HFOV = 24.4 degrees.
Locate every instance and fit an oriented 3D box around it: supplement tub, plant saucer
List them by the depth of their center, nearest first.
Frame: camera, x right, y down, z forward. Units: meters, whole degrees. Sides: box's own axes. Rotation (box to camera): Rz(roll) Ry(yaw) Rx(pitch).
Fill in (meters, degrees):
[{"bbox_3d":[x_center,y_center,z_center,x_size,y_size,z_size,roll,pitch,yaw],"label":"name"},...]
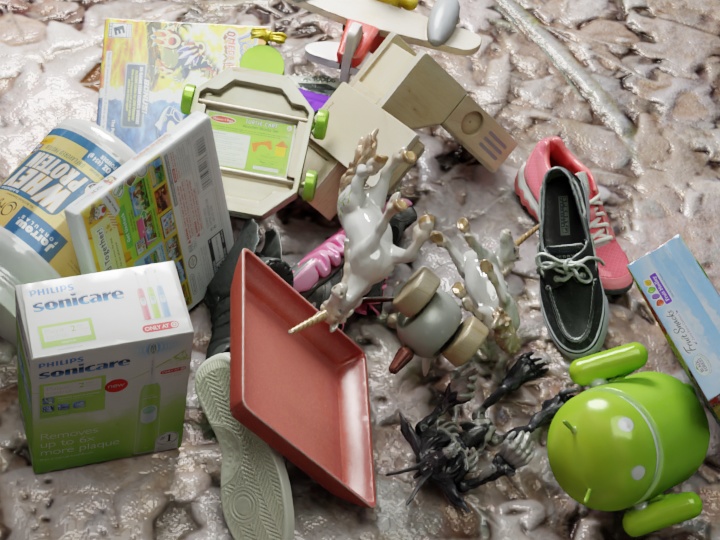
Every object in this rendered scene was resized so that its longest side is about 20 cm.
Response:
[{"bbox_3d":[-0.061,0.108,1.574,0.037,0.200,0.200,-28,41,23],"label":"plant saucer"},{"bbox_3d":[-0.301,-0.034,1.635,0.144,0.145,0.200,32,68,15],"label":"supplement tub"}]

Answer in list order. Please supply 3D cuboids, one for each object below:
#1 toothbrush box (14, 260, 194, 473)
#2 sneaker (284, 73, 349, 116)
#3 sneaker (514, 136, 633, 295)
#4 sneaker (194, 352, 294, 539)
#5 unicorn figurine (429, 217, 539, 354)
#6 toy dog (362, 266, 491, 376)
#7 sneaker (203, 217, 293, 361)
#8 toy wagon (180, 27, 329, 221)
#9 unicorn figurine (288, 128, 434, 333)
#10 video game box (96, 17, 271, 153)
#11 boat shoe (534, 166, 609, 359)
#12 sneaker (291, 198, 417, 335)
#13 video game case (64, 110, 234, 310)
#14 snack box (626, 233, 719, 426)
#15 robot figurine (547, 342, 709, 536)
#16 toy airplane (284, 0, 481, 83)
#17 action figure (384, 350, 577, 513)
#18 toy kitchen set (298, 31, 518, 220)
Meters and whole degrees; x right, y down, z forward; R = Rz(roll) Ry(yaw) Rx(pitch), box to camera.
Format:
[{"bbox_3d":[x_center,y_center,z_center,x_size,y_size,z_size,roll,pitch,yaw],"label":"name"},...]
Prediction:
[{"bbox_3d":[-0.237,0.091,1.528,0.145,0.200,0.086,-9,54,-17],"label":"toothbrush box"},{"bbox_3d":[-0.097,-0.162,1.830,0.199,0.070,0.100,-3,56,-12],"label":"sneaker"},{"bbox_3d":[0.232,-0.061,1.798,0.074,0.087,0.200,-16,58,-24],"label":"sneaker"},{"bbox_3d":[-0.092,0.174,1.569,0.075,0.084,0.201,-18,78,23],"label":"sneaker"},{"bbox_3d":[0.131,0.005,1.710,0.074,0.137,0.200,-17,51,24],"label":"unicorn figurine"},{"bbox_3d":[0.053,0.060,1.638,0.132,0.200,0.096,44,86,12],"label":"toy dog"},{"bbox_3d":[-0.123,0.046,1.669,0.060,0.104,0.200,27,83,-29],"label":"sneaker"},{"bbox_3d":[-0.112,-0.154,1.734,0.155,0.040,0.201,11,75,0],"label":"toy wagon"},{"bbox_3d":[0.007,-0.033,1.599,0.074,0.137,0.200,28,38,-18],"label":"unicorn figurine"},{"bbox_3d":[-0.190,-0.166,1.777,0.182,0.047,0.201,3,77,-3],"label":"video game box"},{"bbox_3d":[0.217,-0.009,1.727,0.073,0.068,0.200,-2,79,15],"label":"boat shoe"},{"bbox_3d":[0.000,0.000,1.734,0.200,0.079,0.095,-40,95,-36],"label":"sneaker"},{"bbox_3d":[-0.200,-0.029,1.631,0.023,0.200,0.182,25,50,31],"label":"video game case"},{"bbox_3d":[0.349,0.081,1.642,0.068,0.200,0.169,-31,57,9],"label":"snack box"},{"bbox_3d":[0.256,0.162,1.588,0.200,0.116,0.176,-11,82,-50],"label":"robot figurine"},{"bbox_3d":[0.012,-0.298,1.875,0.200,0.141,0.199,-5,36,-33],"label":"toy airplane"},{"bbox_3d":[0.117,0.150,1.610,0.200,0.102,0.119,-32,75,-31],"label":"action figure"},{"bbox_3d":[0.058,-0.108,1.782,0.200,0.180,0.163,-50,37,2],"label":"toy kitchen set"}]
